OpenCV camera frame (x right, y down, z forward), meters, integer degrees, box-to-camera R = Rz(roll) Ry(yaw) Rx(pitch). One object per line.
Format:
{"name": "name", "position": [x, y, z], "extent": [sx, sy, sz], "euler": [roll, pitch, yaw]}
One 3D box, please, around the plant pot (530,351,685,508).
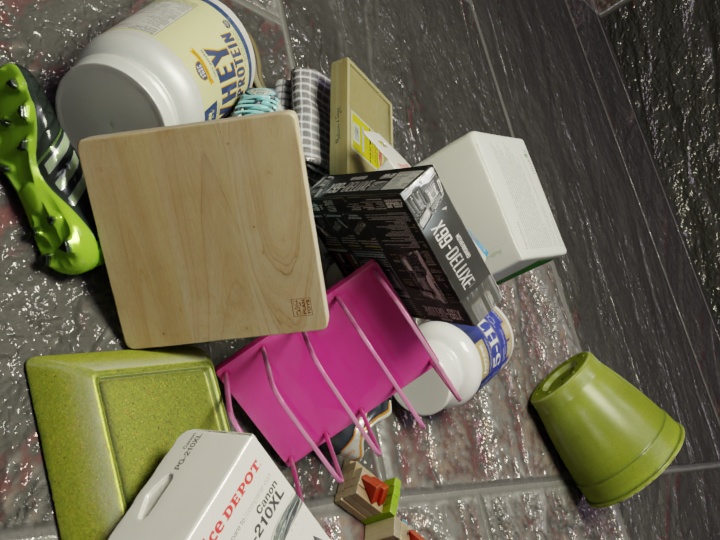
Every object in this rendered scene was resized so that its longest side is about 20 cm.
{"name": "plant pot", "position": [0.388, 0.245, 1.369], "extent": [0.193, 0.200, 0.200], "euler": [49, 34, 1]}

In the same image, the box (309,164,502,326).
{"name": "box", "position": [0.036, -0.025, 0.864], "extent": [0.050, 0.199, 0.158], "euler": [-42, 113, -24]}

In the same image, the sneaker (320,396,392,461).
{"name": "sneaker", "position": [-0.002, 0.134, 0.992], "extent": [0.079, 0.078, 0.201], "euler": [42, 49, -20]}

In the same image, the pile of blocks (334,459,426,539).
{"name": "pile of blocks", "position": [0.050, 0.300, 0.960], "extent": [0.201, 0.062, 0.082], "euler": [59, 34, -7]}

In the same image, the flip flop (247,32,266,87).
{"name": "flip flop", "position": [-0.147, -0.215, 1.040], "extent": [0.057, 0.081, 0.202], "euler": [-3, 68, -36]}

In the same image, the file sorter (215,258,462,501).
{"name": "file sorter", "position": [-0.020, 0.116, 0.822], "extent": [0.140, 0.199, 0.125], "euler": [56, -1, -22]}

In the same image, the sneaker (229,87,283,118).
{"name": "sneaker", "position": [-0.120, -0.155, 0.886], "extent": [0.200, 0.077, 0.087], "euler": [-100, -158, -82]}

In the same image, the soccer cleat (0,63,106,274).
{"name": "soccer cleat", "position": [-0.288, -0.093, 0.776], "extent": [0.081, 0.067, 0.202], "euler": [-20, 91, -67]}

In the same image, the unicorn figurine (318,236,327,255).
{"name": "unicorn figurine", "position": [-0.019, -0.016, 1.088], "extent": [0.200, 0.073, 0.138], "euler": [51, 31, -46]}

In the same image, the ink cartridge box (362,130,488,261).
{"name": "ink cartridge box", "position": [0.057, -0.067, 0.972], "extent": [0.200, 0.068, 0.115], "euler": [48, 13, 2]}

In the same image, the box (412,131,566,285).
{"name": "box", "position": [0.163, -0.073, 1.247], "extent": [0.171, 0.198, 0.202], "euler": [-5, 71, -54]}

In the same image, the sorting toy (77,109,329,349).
{"name": "sorting toy", "position": [-0.137, -0.041, 0.781], "extent": [0.070, 0.196, 0.202], "euler": [-77, 160, -70]}

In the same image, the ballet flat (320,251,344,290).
{"name": "ballet flat", "position": [0.000, 0.000, 1.005], "extent": [0.199, 0.072, 0.073], "euler": [-26, 89, -38]}

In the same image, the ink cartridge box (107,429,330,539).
{"name": "ink cartridge box", "position": [-0.106, 0.254, 0.700], "extent": [0.201, 0.084, 0.145], "euler": [60, 43, -29]}

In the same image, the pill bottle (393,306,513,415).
{"name": "pill bottle", "position": [0.122, 0.118, 1.133], "extent": [0.200, 0.119, 0.121], "euler": [-26, 89, -57]}

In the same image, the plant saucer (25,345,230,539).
{"name": "plant saucer", "position": [-0.182, 0.160, 0.752], "extent": [0.199, 0.048, 0.202], "euler": [2, 67, -53]}

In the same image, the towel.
{"name": "towel", "position": [-0.033, -0.166, 1.148], "extent": [0.199, 0.085, 0.167], "euler": [27, 48, -42]}

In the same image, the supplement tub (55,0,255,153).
{"name": "supplement tub", "position": [-0.210, -0.195, 0.871], "extent": [0.145, 0.144, 0.201], "euler": [51, 35, -18]}

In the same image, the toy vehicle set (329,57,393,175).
{"name": "toy vehicle set", "position": [0.004, -0.161, 1.085], "extent": [0.124, 0.026, 0.202], "euler": [35, 48, -52]}
